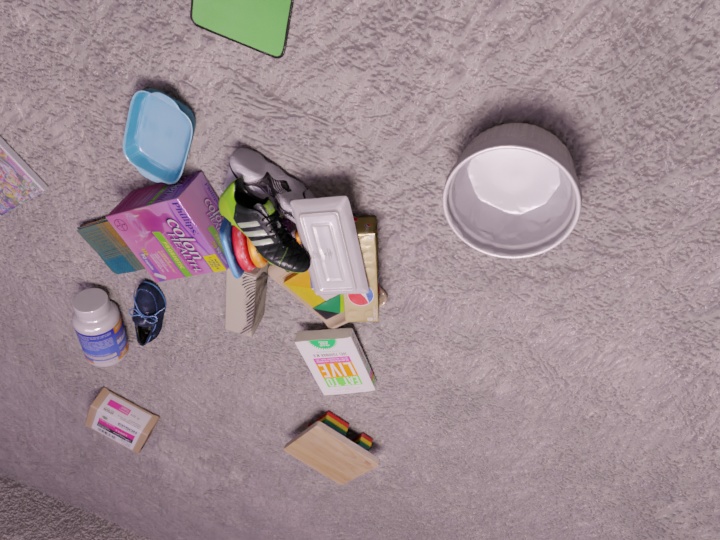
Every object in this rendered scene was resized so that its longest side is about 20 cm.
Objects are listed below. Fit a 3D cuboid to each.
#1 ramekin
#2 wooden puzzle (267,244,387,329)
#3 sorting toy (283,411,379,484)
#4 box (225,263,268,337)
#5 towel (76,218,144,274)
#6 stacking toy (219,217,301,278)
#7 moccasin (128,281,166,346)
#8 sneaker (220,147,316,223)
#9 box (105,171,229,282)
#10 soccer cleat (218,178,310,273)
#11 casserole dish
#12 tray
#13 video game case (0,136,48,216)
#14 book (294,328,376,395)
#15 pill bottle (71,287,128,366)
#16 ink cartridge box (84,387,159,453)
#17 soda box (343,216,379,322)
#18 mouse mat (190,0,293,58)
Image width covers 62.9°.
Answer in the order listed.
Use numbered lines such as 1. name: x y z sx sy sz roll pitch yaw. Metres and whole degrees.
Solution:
1. ramekin: 0.231 -0.127 0.895 0.199 0.105 0.201 11 134 12
2. wooden puzzle: -0.072 0.033 1.209 0.185 0.037 0.200 -28 116 38
3. sorting toy: -0.073 0.475 1.591 0.200 0.070 0.199 35 134 -11
4. box: -0.244 0.046 1.260 0.068 0.082 0.200 18 136 4
5. towel: -0.518 -0.061 1.315 0.199 0.022 0.147 -10 127 27
6. stacking toy: -0.157 -0.061 1.123 0.199 0.116 0.110 -8 124 6
7. moccasin: -0.516 0.114 1.438 0.080 0.068 0.200 17 134 6
8. sneaker: -0.167 -0.125 1.080 0.200 0.075 0.115 38 134 -7
9. box: -0.366 -0.081 1.180 0.199 0.097 0.176 -9 127 27
10. soccer cleat: -0.161 -0.074 1.019 0.200 0.068 0.081 41 130 0
11. casserole dish: -0.362 -0.245 1.071 0.121 0.039 0.200 30 134 -6
12. tray: -0.054 -0.035 1.039 0.107 0.022 0.201 -2 123 17
13. video game case: -0.795 -0.204 1.295 0.199 0.018 0.143 -16 124 33
14. book: -0.052 0.207 1.346 0.133 0.048 0.200 -6 133 19
15. pill bottle: -0.661 0.142 1.492 0.112 0.112 0.200 15 134 8
16. ink cartridge box: -0.755 0.476 1.860 0.200 0.075 0.165 31 136 -6
17. soda box: 0.000 0.000 1.106 0.067 0.064 0.201 0 124 4
18. mouse mat: -0.169 -0.423 0.853 0.160 0.008 0.200 23 136 1
